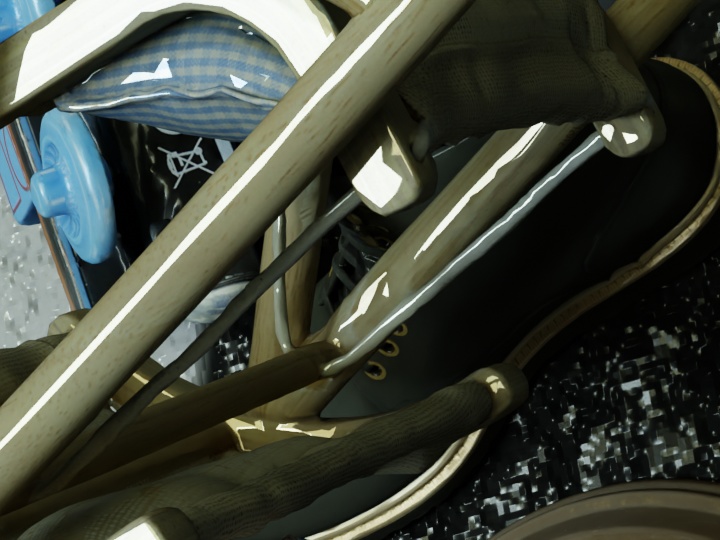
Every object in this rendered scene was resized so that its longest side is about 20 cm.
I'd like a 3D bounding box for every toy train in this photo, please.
[{"bbox_3d":[-0.080,-0.072,0.888,0.086,0.114,0.201,-18,79,-19],"label":"toy train"}]

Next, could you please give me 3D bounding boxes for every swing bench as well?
[{"bbox_3d":[-0.028,-0.018,0.644,0.129,0.199,0.201,30,109,16],"label":"swing bench"}]

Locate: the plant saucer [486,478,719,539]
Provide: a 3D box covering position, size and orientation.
[{"bbox_3d":[0.075,0.154,0.797,0.199,0.029,0.202,-7,75,28],"label":"plant saucer"}]

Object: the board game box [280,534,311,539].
[{"bbox_3d":[0.032,0.163,0.686,0.097,0.200,0.160,-38,63,17],"label":"board game box"}]

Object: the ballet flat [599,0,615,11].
[{"bbox_3d":[0.002,-0.122,0.876,0.200,0.073,0.073,38,99,30],"label":"ballet flat"}]

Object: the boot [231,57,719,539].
[{"bbox_3d":[0.000,0.000,0.809,0.200,0.138,0.078,-45,61,15],"label":"boot"}]
